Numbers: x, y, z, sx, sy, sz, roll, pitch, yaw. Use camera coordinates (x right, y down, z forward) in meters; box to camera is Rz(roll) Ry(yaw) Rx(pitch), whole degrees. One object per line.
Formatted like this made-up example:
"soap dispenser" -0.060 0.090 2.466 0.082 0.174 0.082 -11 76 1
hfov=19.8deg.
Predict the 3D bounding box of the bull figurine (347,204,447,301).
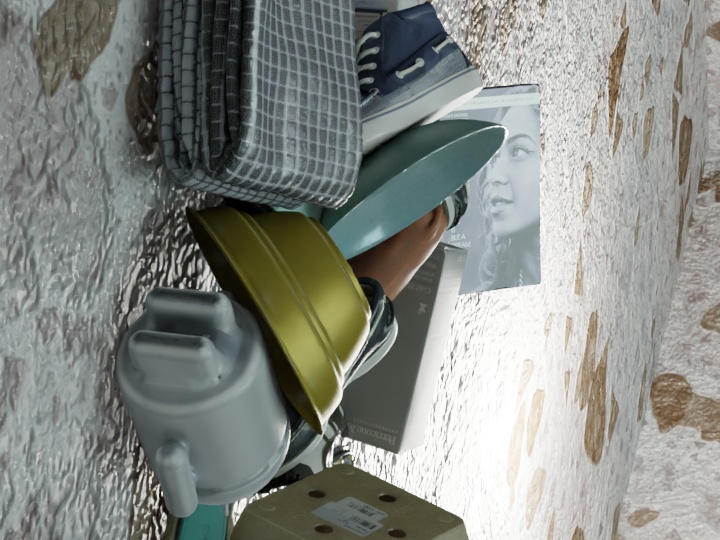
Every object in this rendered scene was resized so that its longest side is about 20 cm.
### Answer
"bull figurine" 0.000 0.000 1.851 0.065 0.200 0.122 36 16 -34

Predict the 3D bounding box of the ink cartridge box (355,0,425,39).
"ink cartridge box" -0.005 -0.180 1.797 0.147 0.085 0.202 78 22 -69

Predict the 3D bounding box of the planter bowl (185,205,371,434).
"planter bowl" -0.048 0.018 1.569 0.083 0.201 0.201 -31 146 -9

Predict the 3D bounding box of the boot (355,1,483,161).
"boot" 0.009 -0.148 1.664 0.199 0.073 0.091 -30 86 -43

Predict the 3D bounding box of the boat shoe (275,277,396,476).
"boat shoe" -0.046 0.088 1.738 0.201 0.075 0.061 -54 152 -23

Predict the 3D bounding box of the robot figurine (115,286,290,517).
"robot figurine" -0.115 0.097 1.530 0.201 0.112 0.170 77 28 -48

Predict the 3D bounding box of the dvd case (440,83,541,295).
"dvd case" 0.115 -0.078 2.016 0.148 0.016 0.202 -7 100 -32

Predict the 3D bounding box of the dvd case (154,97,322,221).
"dvd case" -0.079 -0.128 1.598 0.200 0.022 0.147 44 51 -43

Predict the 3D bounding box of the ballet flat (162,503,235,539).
"ballet flat" -0.124 0.162 1.643 0.062 0.067 0.202 -30 -140 62

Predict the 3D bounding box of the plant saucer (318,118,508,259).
"plant saucer" 0.030 -0.074 1.695 0.039 0.200 0.201 55 13 11

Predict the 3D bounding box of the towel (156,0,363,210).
"towel" -0.067 -0.152 1.520 0.165 0.085 0.202 8 81 -56

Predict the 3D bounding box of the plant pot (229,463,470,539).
"plant pot" -0.013 0.274 1.672 0.199 0.199 0.179 -17 122 -50

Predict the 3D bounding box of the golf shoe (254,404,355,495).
"golf shoe" -0.057 0.148 1.833 0.200 0.077 0.096 -6 93 -80

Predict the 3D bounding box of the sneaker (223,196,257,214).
"sneaker" -0.074 -0.023 1.706 0.200 0.059 0.105 27 66 -76

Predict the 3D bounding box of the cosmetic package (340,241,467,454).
"cosmetic package" 0.024 0.063 1.952 0.090 0.106 0.202 3 100 -72

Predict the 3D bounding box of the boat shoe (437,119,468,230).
"boat shoe" 0.042 -0.130 1.936 0.060 0.075 0.202 -34 107 -56
